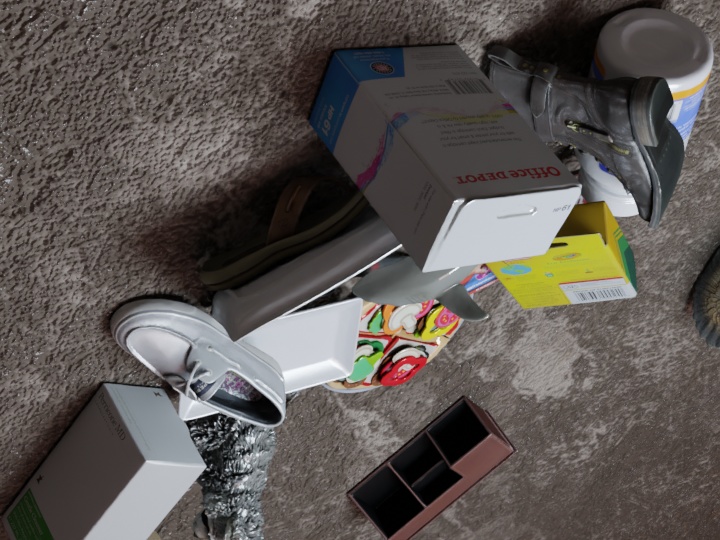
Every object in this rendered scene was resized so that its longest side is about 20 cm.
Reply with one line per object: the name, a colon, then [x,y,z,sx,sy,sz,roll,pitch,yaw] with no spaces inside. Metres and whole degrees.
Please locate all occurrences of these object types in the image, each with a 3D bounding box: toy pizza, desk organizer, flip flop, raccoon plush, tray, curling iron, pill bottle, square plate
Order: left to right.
raccoon plush: [-0.109,0.200,1.533,0.097,0.134,0.200,13,123,-50]
tray: [-0.093,0.084,1.490,0.200,0.022,0.108,-13,133,-27]
flip flop: [-0.063,-0.049,1.332,0.200,0.058,0.081,-27,-169,10]
square plate: [-0.045,-0.008,1.332,0.198,0.028,0.200,-30,-169,-7]
curling iron: [0.000,0.000,1.452,0.050,0.026,0.200,-30,172,34]
toy pizza: [0.042,0.071,1.601,0.200,0.032,0.200,-24,147,-17]
desk organizer: [0.088,0.252,1.843,0.200,0.072,0.077,-41,145,7]
pill bottle: [0.273,-0.150,1.464,0.112,0.112,0.200,-22,145,-21]

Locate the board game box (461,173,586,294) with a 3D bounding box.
board game box: [0.173,-0.038,1.575,0.200,0.019,0.103,-25,146,-31]

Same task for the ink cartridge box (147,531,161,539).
ink cartridge box: [-0.320,0.369,1.611,0.200,0.075,0.165,4,129,-45]

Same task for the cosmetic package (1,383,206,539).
cosmetic package: [-0.254,0.218,1.451,0.085,0.108,0.200,12,123,-48]

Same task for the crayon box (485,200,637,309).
crayon box: [0.200,-0.018,1.490,0.127,0.051,0.200,-6,160,18]

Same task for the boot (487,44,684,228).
boot: [0.208,-0.129,1.392,0.069,0.174,0.200,-59,147,-32]

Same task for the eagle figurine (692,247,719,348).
eagle figurine: [0.506,0.019,1.855,0.200,0.151,0.152,-47,157,5]

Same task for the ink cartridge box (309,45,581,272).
ink cartridge box: [0.070,-0.099,1.259,0.144,0.200,0.085,-8,137,-36]

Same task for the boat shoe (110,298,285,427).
boat shoe: [-0.148,0.094,1.388,0.072,0.069,0.200,-39,130,17]

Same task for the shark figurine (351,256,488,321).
shark figurine: [0.092,-0.045,1.377,0.215,0.128,0.090,-53,147,-9]
